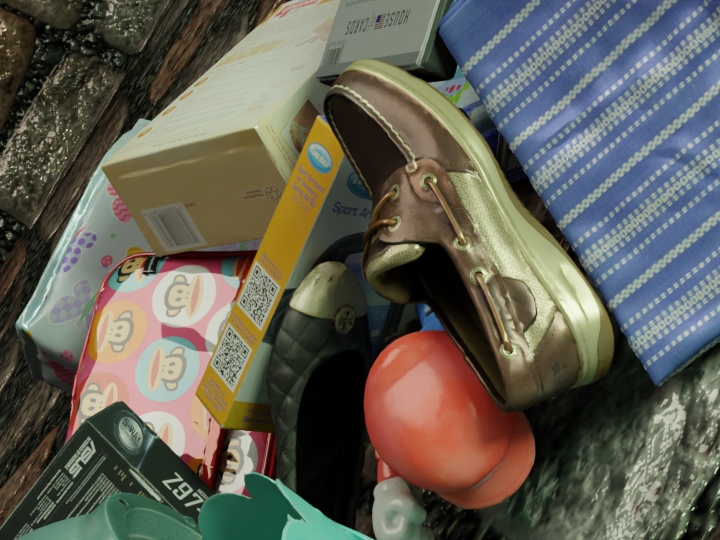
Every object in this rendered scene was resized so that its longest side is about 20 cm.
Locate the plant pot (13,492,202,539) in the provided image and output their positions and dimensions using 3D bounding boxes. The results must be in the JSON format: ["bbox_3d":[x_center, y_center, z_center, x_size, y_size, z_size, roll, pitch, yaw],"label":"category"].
[{"bbox_3d":[-0.121,0.202,0.969,0.135,0.200,0.200,-51,18,9],"label":"plant pot"}]

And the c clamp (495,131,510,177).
[{"bbox_3d":[0.141,-0.106,0.831,0.199,0.027,0.173,7,99,41],"label":"c clamp"}]

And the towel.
[{"bbox_3d":[0.123,-0.072,0.812,0.024,0.201,0.145,-8,-28,-50],"label":"towel"}]

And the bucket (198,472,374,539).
[{"bbox_3d":[-0.034,0.206,0.814,0.208,0.134,0.208,-51,19,24],"label":"bucket"}]

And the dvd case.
[{"bbox_3d":[0.040,-0.191,0.959,0.150,0.025,0.202,9,81,70],"label":"dvd case"}]

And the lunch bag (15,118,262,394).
[{"bbox_3d":[-0.120,0.007,1.331,0.127,0.168,0.202,93,-161,-68],"label":"lunch bag"}]

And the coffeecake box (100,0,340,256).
[{"bbox_3d":[-0.039,-0.102,1.181,0.153,0.073,0.200,-9,30,47],"label":"coffeecake box"}]

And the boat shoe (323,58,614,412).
[{"bbox_3d":[0.032,-0.016,0.876,0.072,0.201,0.072,-26,-26,-22],"label":"boat shoe"}]

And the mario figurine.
[{"bbox_3d":[0.055,0.071,0.952,0.200,0.105,0.125,-87,-4,-77],"label":"mario figurine"}]

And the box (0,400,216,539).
[{"bbox_3d":[-0.147,0.201,1.101,0.200,0.160,0.043,-51,-8,24],"label":"box"}]

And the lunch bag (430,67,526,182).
[{"bbox_3d":[0.115,-0.133,1.083,0.200,0.082,0.162,-19,41,63],"label":"lunch bag"}]

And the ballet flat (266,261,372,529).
[{"bbox_3d":[-0.015,0.096,1.008,0.057,0.066,0.202,14,102,51],"label":"ballet flat"}]

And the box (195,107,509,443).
[{"bbox_3d":[0.000,0.000,1.045,0.042,0.118,0.201,47,119,45],"label":"box"}]

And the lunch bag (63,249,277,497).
[{"bbox_3d":[-0.089,0.088,1.165,0.174,0.082,0.202,0,66,23],"label":"lunch bag"}]
